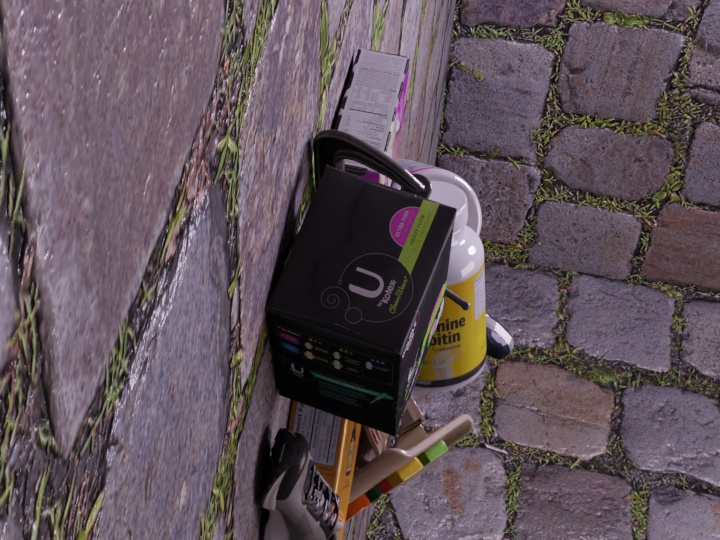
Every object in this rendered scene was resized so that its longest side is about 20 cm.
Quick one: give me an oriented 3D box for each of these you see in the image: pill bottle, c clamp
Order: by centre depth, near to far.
[{"bbox_3d":[0.029,-0.054,1.321,0.027,0.170,0.200,-54,159,-20],"label":"c clamp"},{"bbox_3d":[0.072,0.016,1.473,0.112,0.111,0.202,-73,162,-56],"label":"pill bottle"},{"bbox_3d":[0.056,-0.068,1.647,0.200,0.112,0.115,-147,-115,-73],"label":"pill bottle"}]

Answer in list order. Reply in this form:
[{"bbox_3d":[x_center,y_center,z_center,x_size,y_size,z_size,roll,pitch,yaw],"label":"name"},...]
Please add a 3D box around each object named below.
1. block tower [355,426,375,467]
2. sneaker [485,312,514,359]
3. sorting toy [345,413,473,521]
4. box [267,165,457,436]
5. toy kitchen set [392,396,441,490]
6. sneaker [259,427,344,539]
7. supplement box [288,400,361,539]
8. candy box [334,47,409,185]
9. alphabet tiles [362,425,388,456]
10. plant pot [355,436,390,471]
[{"bbox_3d":[-0.022,0.177,1.629,0.200,0.053,0.058,59,41,-67],"label":"block tower"},{"bbox_3d":[0.091,0.104,1.785,0.077,0.201,0.147,-14,-128,59],"label":"sneaker"},{"bbox_3d":[0.029,0.240,1.658,0.185,0.037,0.199,-39,167,27],"label":"sorting toy"},{"bbox_3d":[0.002,0.032,1.276,0.200,0.123,0.150,89,21,-64],"label":"box"},{"bbox_3d":[0.020,0.283,2.483,0.201,0.179,0.163,60,-5,8],"label":"toy kitchen set"},{"bbox_3d":[-0.053,0.212,1.363,0.201,0.078,0.075,90,12,-57],"label":"sneaker"},{"bbox_3d":[-0.045,0.210,1.492,0.066,0.068,0.202,6,96,-76],"label":"supplement box"},{"bbox_3d":[0.003,-0.114,1.484,0.201,0.060,0.137,-75,174,-46],"label":"candy box"},{"bbox_3d":[-0.007,0.116,1.619,0.200,0.007,0.169,-13,80,-86],"label":"alphabet tiles"},{"bbox_3d":[-0.007,0.197,1.817,0.201,0.092,0.203,10,90,-86],"label":"plant pot"}]
